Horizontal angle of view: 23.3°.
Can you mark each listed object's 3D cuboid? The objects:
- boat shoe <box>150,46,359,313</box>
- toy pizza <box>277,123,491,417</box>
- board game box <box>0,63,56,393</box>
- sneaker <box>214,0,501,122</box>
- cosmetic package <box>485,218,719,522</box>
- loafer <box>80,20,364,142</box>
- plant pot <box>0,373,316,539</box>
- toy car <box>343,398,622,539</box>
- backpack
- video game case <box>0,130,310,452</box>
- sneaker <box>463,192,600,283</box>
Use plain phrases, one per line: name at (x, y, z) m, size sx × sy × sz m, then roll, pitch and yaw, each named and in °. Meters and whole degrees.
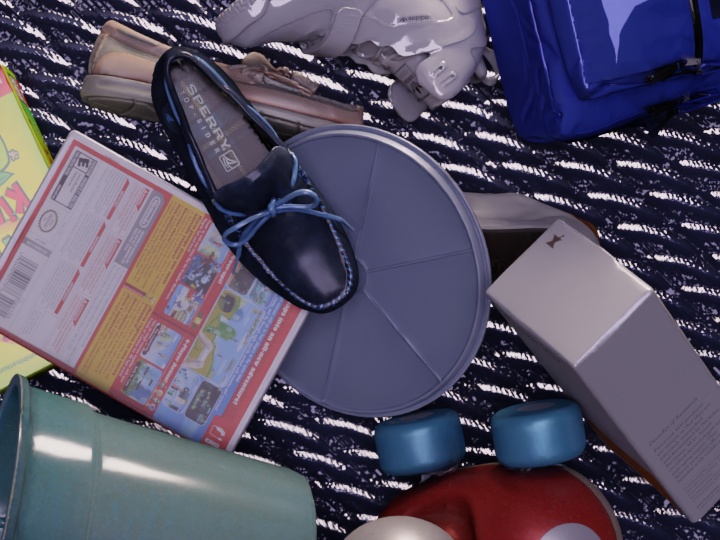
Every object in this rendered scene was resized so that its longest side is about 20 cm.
boat shoe at (-0.076, -0.054, 1.127) m, size 0.084 × 0.069 × 0.200 m, roll -42°, pitch 90°, yaw -4°
toy pizza at (0.000, 0.000, 1.181) m, size 0.199 × 0.032 × 0.202 m, roll 7°, pitch 106°, yaw 27°
board game box at (-0.245, -0.028, 1.202) m, size 0.101 × 0.048 × 0.201 m, roll -26°, pitch 88°, yaw -3°
sneaker at (0.006, -0.156, 1.180) m, size 0.199 × 0.075 × 0.116 m, roll -20°, pitch 88°, yaw -25°
cosmetic package at (0.173, 0.067, 1.128) m, size 0.071 × 0.101 × 0.200 m, roll -43°, pitch 131°, yaw -3°
loafer at (-0.091, -0.130, 1.203) m, size 0.198 × 0.072 × 0.063 m, roll 9°, pitch 80°, yaw 2°
plant pot at (-0.141, 0.182, 1.097) m, size 0.195 × 0.200 × 0.202 m, roll 13°, pitch 87°, yaw -17°
toy car at (0.053, 0.195, 1.100) m, size 0.176 × 0.200 × 0.186 m, roll -8°, pitch 95°, yaw 34°
backpack at (0.200, -0.173, 1.159) m, size 0.199 × 0.168 × 0.164 m, roll -14°, pitch 100°, yaw -14°
video game case at (-0.141, 0.016, 1.167) m, size 0.199 × 0.017 × 0.144 m, roll 29°, pitch 87°, yaw 2°
sneaker at (0.069, -0.020, 1.208) m, size 0.199 × 0.085 × 0.073 m, roll 11°, pitch 108°, yaw 19°
